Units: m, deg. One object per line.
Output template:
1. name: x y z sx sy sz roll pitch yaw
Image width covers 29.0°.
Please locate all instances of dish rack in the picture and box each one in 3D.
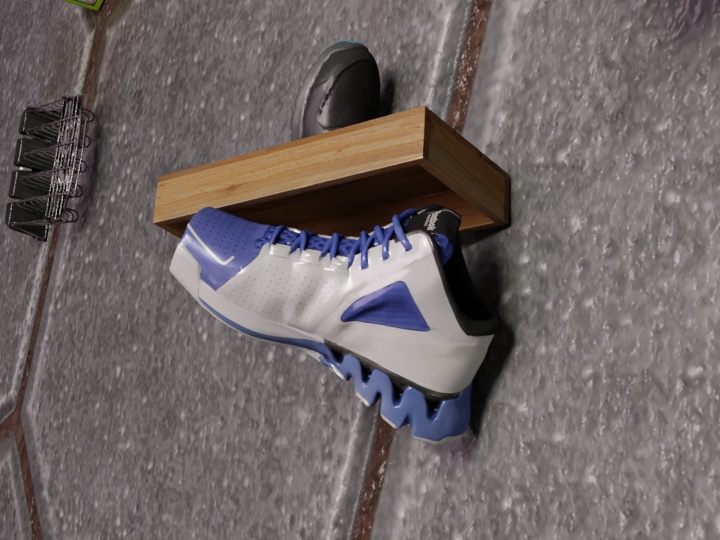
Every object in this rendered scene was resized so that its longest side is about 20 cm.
1. dish rack: -0.336 -0.116 1.534 0.199 0.054 0.156 -2 80 58

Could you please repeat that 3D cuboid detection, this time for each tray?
1. tray: -0.019 -0.044 0.844 0.198 0.098 0.038 -12 63 33

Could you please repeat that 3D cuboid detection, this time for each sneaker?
1. sneaker: 0.001 0.000 0.803 0.116 0.198 0.081 -60 -2 22
2. sneaker: -0.004 -0.053 0.941 0.081 0.073 0.203 9 92 42

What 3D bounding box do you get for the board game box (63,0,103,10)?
1. board game box: -0.276 -0.397 1.528 0.200 0.047 0.103 -51 39 39
